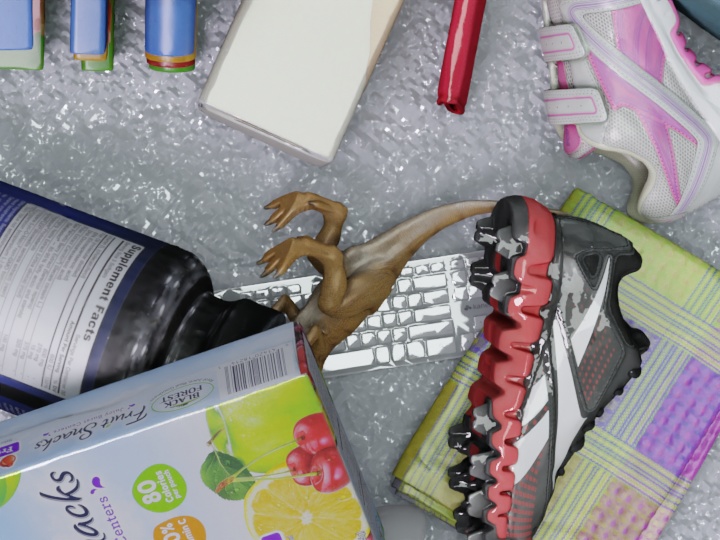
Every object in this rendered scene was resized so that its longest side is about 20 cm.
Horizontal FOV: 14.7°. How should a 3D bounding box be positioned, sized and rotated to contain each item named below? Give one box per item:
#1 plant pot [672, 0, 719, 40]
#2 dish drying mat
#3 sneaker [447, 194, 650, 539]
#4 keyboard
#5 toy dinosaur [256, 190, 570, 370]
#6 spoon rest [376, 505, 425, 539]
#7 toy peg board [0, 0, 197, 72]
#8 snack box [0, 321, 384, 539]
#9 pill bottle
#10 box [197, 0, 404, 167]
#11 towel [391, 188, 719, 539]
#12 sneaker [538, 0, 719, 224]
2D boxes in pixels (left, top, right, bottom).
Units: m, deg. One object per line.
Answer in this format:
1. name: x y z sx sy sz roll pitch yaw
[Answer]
1. plant pot: 0.264 -0.186 1.451 0.199 0.196 0.197 7 90 3
2. dish drying mat: 0.065 -0.185 1.489 0.018 0.077 0.201 11 89 5
3. sneaker: 0.101 0.063 1.466 0.098 0.071 0.201 6 100 -13
4. keyboard: 0.016 0.025 1.519 0.199 0.011 0.056 -9 91 -3
5. toy dinosaur: 0.000 0.000 1.494 0.200 0.060 0.106 -46 121 6
6. spoon rest: -0.020 0.201 1.438 0.061 0.099 0.200 40 53 -9
7. toy peg board: -0.159 -0.139 1.424 0.199 0.199 0.098 1 106 -4
8. snack box: -0.099 0.122 1.378 0.199 0.053 0.143 -18 122 4
9. pill bottle: -0.145 0.028 1.439 0.199 0.112 0.112 20 89 10
10. box: -0.012 -0.161 1.476 0.078 0.095 0.200 24 90 -4
11. towel: 0.121 0.073 1.515 0.143 0.023 0.200 31 91 -3
12. sneaker: 0.133 -0.107 1.491 0.088 0.081 0.200 -38 92 -4
